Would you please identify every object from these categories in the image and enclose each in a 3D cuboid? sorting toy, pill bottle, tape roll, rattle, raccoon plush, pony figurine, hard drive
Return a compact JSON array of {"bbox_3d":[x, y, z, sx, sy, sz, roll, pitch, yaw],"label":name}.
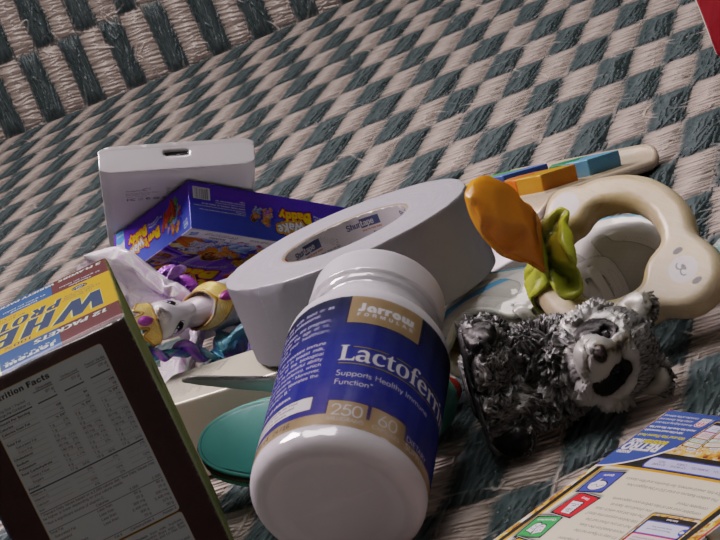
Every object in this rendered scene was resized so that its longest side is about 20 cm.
[{"bbox_3d":[0.144,-0.073,1.972,0.184,0.037,0.199,-9,11,41],"label":"sorting toy"},{"bbox_3d":[-0.001,0.084,1.454,0.115,0.116,0.201,-18,35,23],"label":"pill bottle"},{"bbox_3d":[0.000,0.000,1.680,0.199,0.067,0.200,-22,11,4],"label":"tape roll"},{"bbox_3d":[0.194,-0.028,1.510,0.199,0.143,0.131,10,52,35],"label":"rattle"},{"bbox_3d":[0.136,0.053,1.513,0.133,0.098,0.200,-17,14,-1],"label":"raccoon plush"},{"bbox_3d":[-0.138,0.037,1.833,0.199,0.168,0.193,-18,-5,-33],"label":"pony figurine"},{"bbox_3d":[-0.158,-0.061,1.926,0.131,0.026,0.200,-4,-20,-5],"label":"hard drive"}]

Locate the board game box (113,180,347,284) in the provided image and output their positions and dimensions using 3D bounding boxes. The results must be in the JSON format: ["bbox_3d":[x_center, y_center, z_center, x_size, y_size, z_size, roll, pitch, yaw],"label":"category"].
[{"bbox_3d":[-0.098,-0.021,1.946,0.199,0.045,0.134,8,-24,-33],"label":"board game box"}]

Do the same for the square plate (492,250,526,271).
[{"bbox_3d":[0.041,0.024,1.874,0.197,0.029,0.200,-31,16,-26],"label":"square plate"}]

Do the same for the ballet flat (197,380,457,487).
[{"bbox_3d":[-0.018,0.118,1.590,0.199,0.068,0.070,-16,-21,20],"label":"ballet flat"}]

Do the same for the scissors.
[{"bbox_3d":[-0.026,0.089,1.610,0.198,0.073,0.014,-9,50,8],"label":"scissors"}]

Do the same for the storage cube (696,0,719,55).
[{"bbox_3d":[0.428,-0.346,2.236,0.179,0.172,0.200,-19,16,26],"label":"storage cube"}]

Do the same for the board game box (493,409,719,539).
[{"bbox_3d":[0.156,0.149,1.212,0.199,0.047,0.151,-32,17,-26],"label":"board game box"}]

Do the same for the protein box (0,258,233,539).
[{"bbox_3d":[-0.190,0.126,1.542,0.134,0.201,0.199,-25,15,-5],"label":"protein box"}]

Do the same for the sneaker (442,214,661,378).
[{"bbox_3d":[0.146,0.025,1.631,0.199,0.077,0.081,-25,21,25],"label":"sneaker"}]

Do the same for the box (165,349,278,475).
[{"bbox_3d":[-0.064,0.098,1.700,0.199,0.069,0.082,-17,16,25],"label":"box"}]
